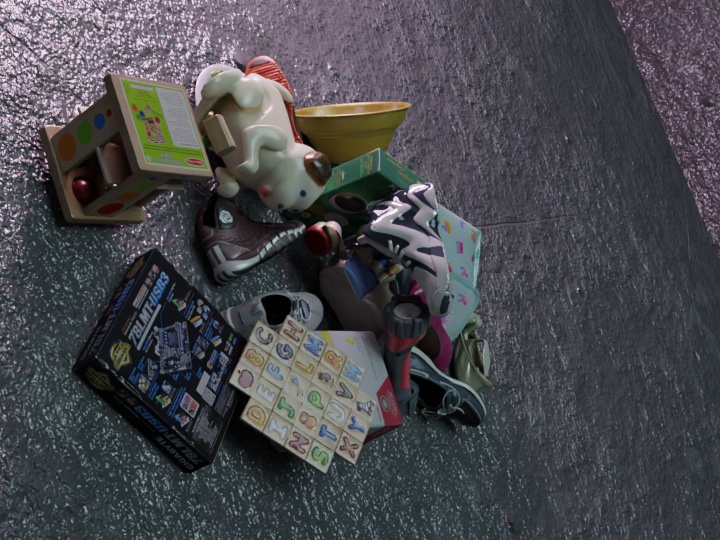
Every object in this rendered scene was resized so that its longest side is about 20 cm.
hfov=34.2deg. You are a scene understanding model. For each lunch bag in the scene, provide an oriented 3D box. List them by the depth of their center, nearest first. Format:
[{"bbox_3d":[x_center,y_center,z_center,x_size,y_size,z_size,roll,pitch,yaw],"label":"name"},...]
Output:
[{"bbox_3d":[0.113,0.005,1.926,0.170,0.121,0.202,29,61,-47],"label":"lunch bag"}]

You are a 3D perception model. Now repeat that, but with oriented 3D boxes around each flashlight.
[{"bbox_3d":[0.064,0.128,1.701,0.068,0.067,0.202,-54,153,-44],"label":"flashlight"}]

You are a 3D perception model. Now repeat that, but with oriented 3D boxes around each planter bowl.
[{"bbox_3d":[-0.015,-0.219,1.880,0.200,0.198,0.084,-24,114,-58],"label":"planter bowl"}]

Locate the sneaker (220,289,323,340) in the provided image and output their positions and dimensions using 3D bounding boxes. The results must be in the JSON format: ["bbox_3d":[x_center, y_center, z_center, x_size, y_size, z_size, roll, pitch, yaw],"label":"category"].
[{"bbox_3d":[-0.104,0.064,1.603,0.199,0.082,0.075,-14,78,-57],"label":"sneaker"}]

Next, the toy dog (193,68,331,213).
[{"bbox_3d":[-0.134,-0.165,1.630,0.200,0.139,0.194,51,35,5],"label":"toy dog"}]

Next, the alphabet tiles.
[{"bbox_3d":[-0.070,0.157,1.503,0.199,0.006,0.167,35,52,-15],"label":"alphabet tiles"}]

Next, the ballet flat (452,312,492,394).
[{"bbox_3d":[0.185,0.116,1.994,0.069,0.069,0.202,21,50,-46],"label":"ballet flat"}]

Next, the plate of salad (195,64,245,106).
[{"bbox_3d":[-0.168,-0.224,1.756,0.199,0.048,0.202,34,42,-37],"label":"plate of salad"}]

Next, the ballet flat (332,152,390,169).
[{"bbox_3d":[0.006,-0.153,1.939,0.200,0.068,0.068,-27,96,-56],"label":"ballet flat"}]

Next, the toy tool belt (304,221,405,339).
[{"bbox_3d":[0.000,0.000,1.751,0.123,0.124,0.201,-40,108,-45],"label":"toy tool belt"}]

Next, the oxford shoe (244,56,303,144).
[{"bbox_3d":[-0.125,-0.216,1.731,0.073,0.070,0.202,88,-13,-82],"label":"oxford shoe"}]

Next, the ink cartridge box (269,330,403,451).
[{"bbox_3d":[-0.046,0.164,1.611,0.199,0.083,0.147,5,63,-53],"label":"ink cartridge box"}]

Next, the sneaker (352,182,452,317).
[{"bbox_3d":[0.057,-0.021,1.651,0.080,0.128,0.201,61,19,-74],"label":"sneaker"}]

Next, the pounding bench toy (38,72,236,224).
[{"bbox_3d":[-0.268,-0.138,1.447,0.199,0.155,0.125,-1,66,-55],"label":"pounding bench toy"}]

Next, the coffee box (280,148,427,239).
[{"bbox_3d":[-0.009,-0.109,1.752,0.122,0.199,0.044,29,52,-40],"label":"coffee box"}]

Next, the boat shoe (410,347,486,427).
[{"bbox_3d":[0.121,0.194,1.837,0.200,0.075,0.062,43,35,-26],"label":"boat shoe"}]

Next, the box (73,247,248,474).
[{"bbox_3d":[-0.230,0.107,1.423,0.199,0.049,0.201,46,36,-24],"label":"box"}]

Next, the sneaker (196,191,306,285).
[{"bbox_3d":[-0.157,-0.066,1.633,0.116,0.075,0.200,58,33,-2],"label":"sneaker"}]

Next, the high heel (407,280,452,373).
[{"bbox_3d":[0.099,0.100,1.826,0.067,0.202,0.096,27,35,29],"label":"high heel"}]
